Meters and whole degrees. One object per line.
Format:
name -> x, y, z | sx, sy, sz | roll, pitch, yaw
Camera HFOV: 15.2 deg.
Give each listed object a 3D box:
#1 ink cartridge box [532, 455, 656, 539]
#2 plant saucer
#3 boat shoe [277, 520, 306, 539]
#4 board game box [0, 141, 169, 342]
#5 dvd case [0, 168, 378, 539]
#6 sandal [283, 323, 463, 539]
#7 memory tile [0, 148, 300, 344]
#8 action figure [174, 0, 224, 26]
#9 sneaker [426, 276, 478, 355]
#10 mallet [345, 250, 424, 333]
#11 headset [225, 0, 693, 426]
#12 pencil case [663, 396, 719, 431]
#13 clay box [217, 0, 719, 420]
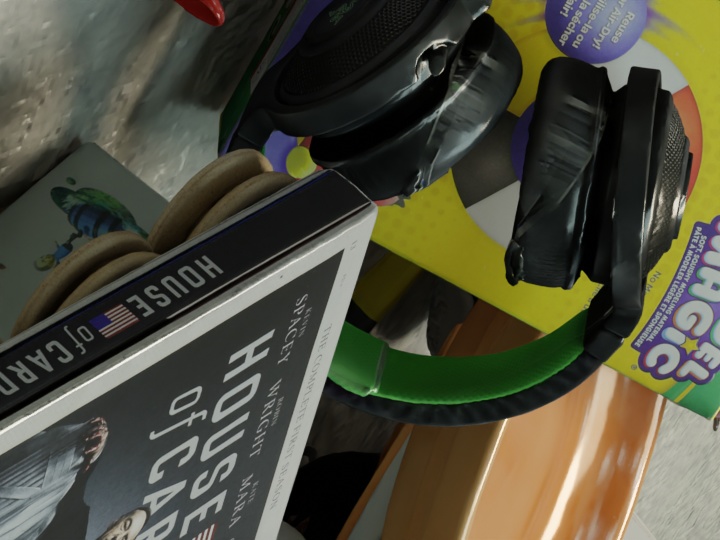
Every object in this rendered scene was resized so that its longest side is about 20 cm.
ink cartridge box -> 0.018, 0.163, 1.062 | 0.200, 0.084, 0.145 | -46, -164, -14
plant saucer -> 0.055, 0.069, 0.919 | 0.200, 0.037, 0.201 | -50, 151, -41
boat shoe -> -0.085, 0.153, 0.951 | 0.070, 0.066, 0.200 | 22, 113, -25
board game box -> -0.122, 0.079, 0.767 | 0.200, 0.064, 0.148 | -44, 156, -24
dvd case -> -0.082, 0.070, 0.676 | 0.200, 0.025, 0.151 | -30, 149, -41
sandal -> -0.017, 0.085, 0.969 | 0.207, 0.059, 0.079 | -62, 177, 34
memory tile -> -0.094, 0.060, 0.692 | 0.200, 0.017, 0.154 | -34, 151, -37
action figure -> 0.037, -0.134, 0.713 | 0.200, 0.099, 0.065 | -47, 159, -19
sneaker -> 0.119, -0.021, 1.022 | 0.200, 0.114, 0.075 | -50, 158, -4
mallet -> 0.000, 0.000, 0.936 | 0.200, 0.066, 0.041 | -40, 162, 10
headset -> 0.035, -0.032, 0.721 | 0.200, 0.123, 0.094 | -59, -172, 32
pencil case -> 0.153, 0.030, 0.948 | 0.086, 0.083, 0.200 | -31, 160, 9
clay box -> 0.071, -0.040, 0.797 | 0.115, 0.199, 0.048 | -59, -169, 18
